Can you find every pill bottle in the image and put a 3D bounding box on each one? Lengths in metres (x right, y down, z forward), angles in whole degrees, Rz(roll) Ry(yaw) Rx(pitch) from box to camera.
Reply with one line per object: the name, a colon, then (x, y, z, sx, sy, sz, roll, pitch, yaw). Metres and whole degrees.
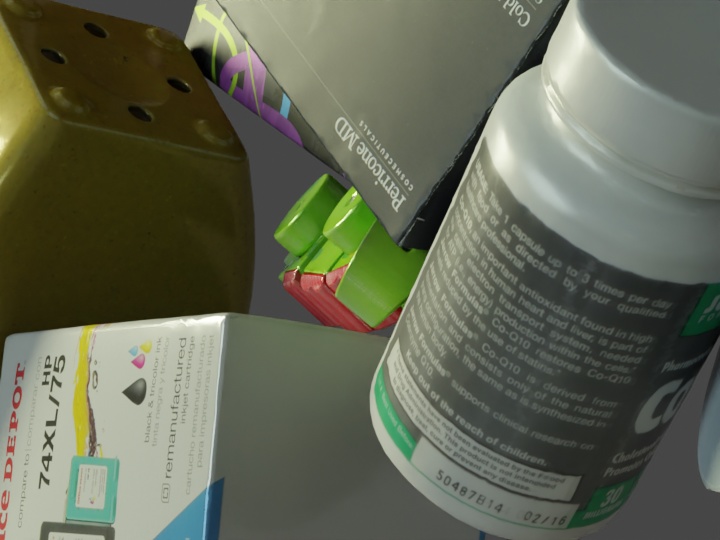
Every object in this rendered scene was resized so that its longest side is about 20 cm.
pill bottle: (0.085, -0.005, 0.904, 0.113, 0.112, 0.201, 63, 142, 41)

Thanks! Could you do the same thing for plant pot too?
plant pot: (-0.159, -0.021, 1.218, 0.201, 0.194, 0.195, -58, 40, 26)

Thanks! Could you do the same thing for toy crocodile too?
toy crocodile: (0.000, 0.000, 1.055, 0.062, 0.067, 0.200, -50, 11, -11)

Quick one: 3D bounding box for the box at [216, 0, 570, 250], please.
box: (0.047, -0.137, 0.993, 0.183, 0.104, 0.200, -54, 51, 25)

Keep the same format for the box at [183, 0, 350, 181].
box: (-0.012, -0.135, 1.173, 0.200, 0.036, 0.144, 36, 111, 51)

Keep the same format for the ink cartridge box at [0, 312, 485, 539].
ink cartridge box: (-0.059, 0.104, 1.080, 0.199, 0.145, 0.148, -7, 75, 55)

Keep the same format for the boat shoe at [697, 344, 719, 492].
boat shoe: (0.173, 0.052, 0.824, 0.202, 0.085, 0.075, 179, 107, -85)
